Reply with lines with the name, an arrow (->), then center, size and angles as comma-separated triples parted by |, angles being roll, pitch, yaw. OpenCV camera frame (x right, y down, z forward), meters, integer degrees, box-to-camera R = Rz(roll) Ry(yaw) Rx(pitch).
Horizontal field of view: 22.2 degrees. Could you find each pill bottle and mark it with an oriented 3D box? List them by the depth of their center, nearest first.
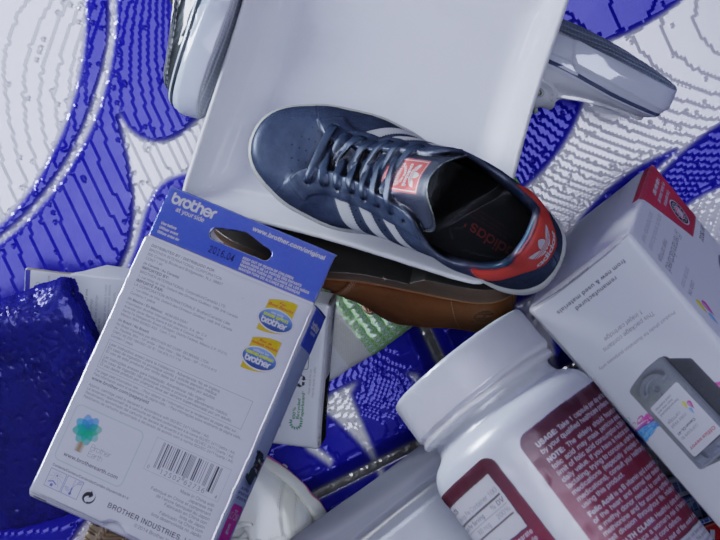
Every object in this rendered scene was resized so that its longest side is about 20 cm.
pill bottle -> 0.116, 0.131, 1.068 | 0.114, 0.114, 0.201 | -37, 80, 0

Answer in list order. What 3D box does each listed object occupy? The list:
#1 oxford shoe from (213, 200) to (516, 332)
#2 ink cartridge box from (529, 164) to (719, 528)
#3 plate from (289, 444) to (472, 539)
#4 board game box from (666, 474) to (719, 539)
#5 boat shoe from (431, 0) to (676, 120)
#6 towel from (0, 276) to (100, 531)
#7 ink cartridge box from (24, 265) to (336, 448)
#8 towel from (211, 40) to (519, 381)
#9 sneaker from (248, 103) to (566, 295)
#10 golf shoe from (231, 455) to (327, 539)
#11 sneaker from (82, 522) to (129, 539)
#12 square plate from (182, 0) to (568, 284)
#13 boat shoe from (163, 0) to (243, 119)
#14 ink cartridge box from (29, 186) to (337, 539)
oxford shoe -> 0.000, 0.000, 1.133 | 0.198, 0.072, 0.072 | 16, 51, 10
ink cartridge box -> 0.207, 0.051, 1.140 | 0.085, 0.148, 0.200 | -40, 96, 23
plate -> 0.081, 0.196, 1.127 | 0.199, 0.032, 0.200 | -35, 81, -9
board game box -> 0.166, 0.199, 1.177 | 0.198, 0.062, 0.202 | -19, 80, -8
boat shoe -> 0.101, -0.133, 1.174 | 0.198, 0.074, 0.067 | 26, 107, 6
towel -> -0.242, 0.095, 1.155 | 0.198, 0.050, 0.149 | -18, 107, 9
ink cartridge box -> -0.116, 0.052, 1.167 | 0.197, 0.037, 0.096 | 6, 104, 4
towel -> -0.001, -0.031, 1.171 | 0.199, 0.031, 0.150 | -35, 98, 10
sneaker -> 0.023, -0.051, 1.044 | 0.198, 0.085, 0.076 | 20, 83, 13
golf shoe -> -0.051, 0.196, 1.162 | 0.075, 0.092, 0.201 | -35, 95, 37
sneaker -> -0.134, 0.182, 1.151 | 0.071, 0.112, 0.201 | 38, 91, 10
square plate -> 0.011, -0.109, 1.115 | 0.196, 0.028, 0.202 | 15, 82, 12
boat shoe -> -0.100, -0.198, 1.157 | 0.070, 0.072, 0.202 | 13, 85, 7
ink cartridge box -> -0.101, 0.064, 1.088 | 0.118, 0.042, 0.202 | 21, 83, 15
